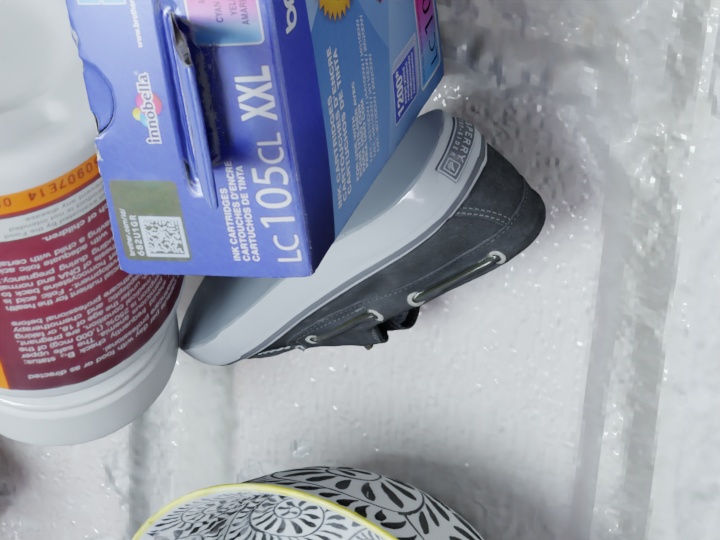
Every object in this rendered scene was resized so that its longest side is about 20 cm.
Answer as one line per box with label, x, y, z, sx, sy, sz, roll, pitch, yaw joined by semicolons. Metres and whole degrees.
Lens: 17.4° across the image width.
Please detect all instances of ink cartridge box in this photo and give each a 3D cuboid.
ink cartridge box;-0.038;-0.087;0.802;0.076;0.200;0.137;2;119;20

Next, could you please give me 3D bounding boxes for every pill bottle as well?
pill bottle;-0.126;-0.023;0.891;0.114;0.114;0.200;25;151;19

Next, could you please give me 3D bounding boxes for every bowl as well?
bowl;0.004;0.154;0.996;0.201;0.094;0.201;16;124;25

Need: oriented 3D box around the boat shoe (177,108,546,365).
boat shoe;0.000;0.000;0.930;0.066;0.070;0.200;34;140;-20
